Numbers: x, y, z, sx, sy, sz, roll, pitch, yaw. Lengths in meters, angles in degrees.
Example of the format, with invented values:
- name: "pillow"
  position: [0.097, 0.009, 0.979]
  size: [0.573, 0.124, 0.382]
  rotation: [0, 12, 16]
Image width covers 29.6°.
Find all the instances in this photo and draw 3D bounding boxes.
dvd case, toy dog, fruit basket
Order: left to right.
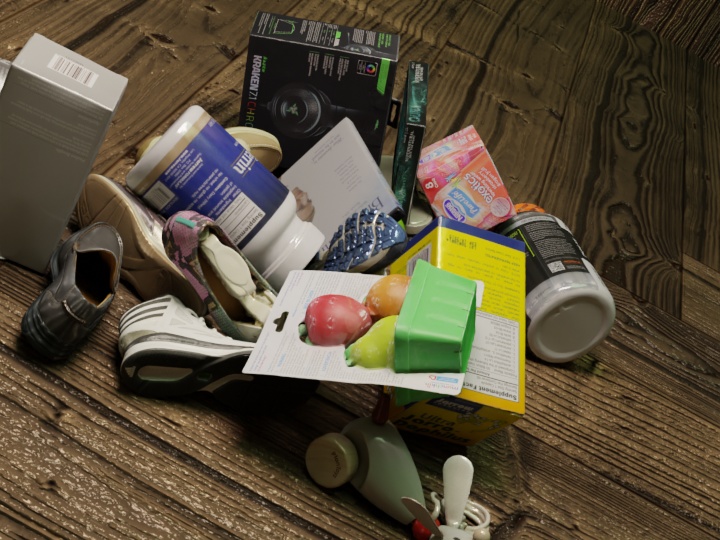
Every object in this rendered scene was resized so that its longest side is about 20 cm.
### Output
- name: "dvd case"
  position: [-0.035, -0.079, 1.596]
  size: [0.018, 0.143, 0.200]
  rotation: [39, 16, -40]
- name: "fruit basket"
  position: [0.008, 0.059, 1.284]
  size: [0.199, 0.094, 0.185]
  rotation: [-1, 30, 13]
- name: "toy dog"
  position: [0.051, 0.190, 1.263]
  size: [0.199, 0.097, 0.132]
  rotation: [30, 28, 2]

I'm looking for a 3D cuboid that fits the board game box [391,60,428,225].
- name: "board game box"
  position: [0.060, -0.162, 1.703]
  size: [0.028, 0.136, 0.200]
  rotation: [9, 30, -1]

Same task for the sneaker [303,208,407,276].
- name: "sneaker"
  position: [0.000, 0.000, 1.450]
  size: [0.085, 0.200, 0.077]
  rotation: [28, 58, -22]

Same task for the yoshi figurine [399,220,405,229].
- name: "yoshi figurine"
  position: [-0.002, -0.066, 1.643]
  size: [0.112, 0.112, 0.200]
  rotation: [20, 31, -30]

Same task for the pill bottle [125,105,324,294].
- name: "pill bottle"
  position: [-0.140, -0.068, 1.441]
  size: [0.200, 0.116, 0.116]
  rotation: [43, 25, -11]

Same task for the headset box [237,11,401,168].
- name: "headset box"
  position: [-0.048, -0.217, 1.726]
  size: [0.199, 0.175, 0.093]
  rotation: [10, 30, -2]

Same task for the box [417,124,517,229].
- name: "box"
  position: [0.131, -0.114, 1.765]
  size: [0.103, 0.094, 0.200]
  rotation: [63, 6, -13]

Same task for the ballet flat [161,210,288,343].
- name: "ballet flat"
  position: [-0.119, 0.020, 1.340]
  size: [0.071, 0.069, 0.200]
  rotation: [18, -29, 51]

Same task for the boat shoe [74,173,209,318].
- name: "boat shoe"
  position: [-0.217, -0.022, 1.406]
  size: [0.200, 0.072, 0.065]
  rotation: [44, 25, 19]

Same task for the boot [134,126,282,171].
- name: "boot"
  position: [-0.145, -0.097, 1.594]
  size: [0.199, 0.072, 0.155]
  rotation: [-8, 44, -42]

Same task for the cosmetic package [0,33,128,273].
- name: "cosmetic package"
  position: [-0.313, -0.110, 1.321]
  size: [0.106, 0.200, 0.090]
  rotation: [25, 29, -12]

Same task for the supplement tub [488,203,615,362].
- name: "supplement tub"
  position: [0.228, 0.010, 1.708]
  size: [0.122, 0.123, 0.200]
  rotation: [14, 32, -26]

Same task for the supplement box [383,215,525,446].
- name: "supplement box"
  position: [0.098, 0.064, 1.417]
  size: [0.108, 0.109, 0.201]
  rotation: [17, 60, -22]

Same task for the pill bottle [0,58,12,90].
- name: "pill bottle"
  position: [-0.421, -0.180, 1.432]
  size: [0.199, 0.111, 0.111]
  rotation: [19, 29, -19]

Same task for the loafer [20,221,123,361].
- name: "loafer"
  position: [-0.254, 0.007, 1.295]
  size: [0.073, 0.072, 0.200]
  rotation: [43, 25, -21]

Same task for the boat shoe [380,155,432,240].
- name: "boat shoe"
  position: [0.046, -0.083, 1.767]
  size: [0.071, 0.061, 0.201]
  rotation: [-6, 33, -8]

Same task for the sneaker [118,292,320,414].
- name: "sneaker"
  position: [-0.138, 0.068, 1.314]
  size: [0.200, 0.076, 0.116]
  rotation: [11, 34, -26]
